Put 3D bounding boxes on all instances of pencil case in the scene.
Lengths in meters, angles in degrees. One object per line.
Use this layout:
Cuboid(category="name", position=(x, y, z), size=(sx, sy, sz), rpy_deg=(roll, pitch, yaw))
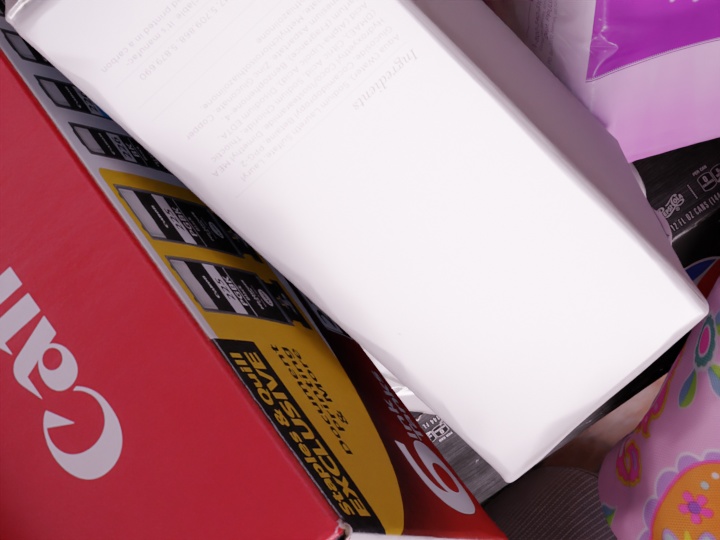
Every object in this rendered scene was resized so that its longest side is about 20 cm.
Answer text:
Cuboid(category="pencil case", position=(0.150, 0.022, 0.954), size=(0.087, 0.088, 0.201), rpy_deg=(-5, 138, -30))

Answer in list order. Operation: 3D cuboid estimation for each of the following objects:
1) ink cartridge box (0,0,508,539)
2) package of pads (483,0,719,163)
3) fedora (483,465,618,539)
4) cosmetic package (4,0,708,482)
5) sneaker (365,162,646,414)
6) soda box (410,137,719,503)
Cuboid(category="ink cartridge box", position=(-0.072, 0.017, 0.767), size=(0.084, 0.200, 0.175), rpy_deg=(-41, 163, 11))
Cuboid(category="package of pads", position=(0.101, -0.125, 0.873), size=(0.120, 0.076, 0.201), rpy_deg=(-18, 140, -19))
Cuboid(category="fedora", position=(0.087, 0.144, 1.114), size=(0.200, 0.176, 0.090), rpy_deg=(53, 57, -21))
Cuboid(category="cosmetic package", position=(-0.003, -0.049, 0.803), size=(0.081, 0.113, 0.200), rpy_deg=(-40, 115, 11))
Cuboid(category="sneaker", position=(0.000, 0.000, 0.917), size=(0.199, 0.078, 0.100), rpy_deg=(-26, 142, -11))
Cuboid(category="soda box", position=(0.070, 0.007, 1.003), size=(0.199, 0.063, 0.071), rpy_deg=(-35, 143, 4))
